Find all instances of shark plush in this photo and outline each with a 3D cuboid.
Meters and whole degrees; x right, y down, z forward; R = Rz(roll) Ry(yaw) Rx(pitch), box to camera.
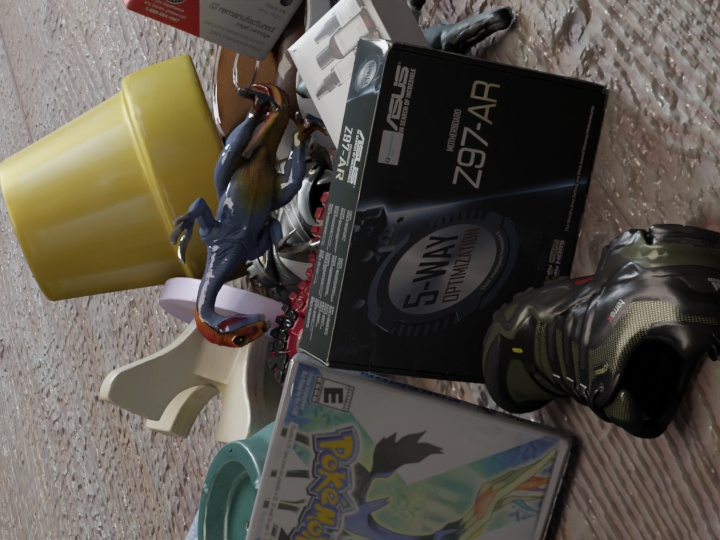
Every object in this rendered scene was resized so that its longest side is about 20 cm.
[{"bbox_3d":[0.026,-0.170,1.182,0.200,0.091,0.083,-16,61,61],"label":"shark plush"}]

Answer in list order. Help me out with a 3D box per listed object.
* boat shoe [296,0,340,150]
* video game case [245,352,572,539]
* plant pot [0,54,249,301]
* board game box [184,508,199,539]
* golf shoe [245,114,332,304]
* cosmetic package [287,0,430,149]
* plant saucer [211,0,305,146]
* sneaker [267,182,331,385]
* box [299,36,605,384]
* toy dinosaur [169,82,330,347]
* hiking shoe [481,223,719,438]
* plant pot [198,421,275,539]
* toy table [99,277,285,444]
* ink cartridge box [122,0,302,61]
[{"bbox_3d":[-0.015,-0.196,1.301,0.057,0.069,0.200,10,-101,-82],"label":"boat shoe"},{"bbox_3d":[0.020,0.171,1.021,0.022,0.182,0.200,-48,-27,-76],"label":"video game case"},{"bbox_3d":[-0.202,-0.063,1.396,0.201,0.189,0.201,159,90,-87],"label":"plant pot"},{"bbox_3d":[-0.104,0.287,1.357,0.199,0.043,0.200,-64,32,29],"label":"board game box"},{"bbox_3d":[-0.042,-0.063,1.316,0.094,0.078,0.200,-31,46,25],"label":"golf shoe"},{"bbox_3d":[0.027,-0.094,1.111,0.083,0.051,0.200,-40,66,33],"label":"cosmetic package"},{"bbox_3d":[-0.093,-0.187,1.474,0.200,0.032,0.200,-25,61,57],"label":"plant saucer"},{"bbox_3d":[0.000,0.000,1.207,0.081,0.075,0.200,33,99,47],"label":"sneaker"},{"bbox_3d":[0.058,-0.033,1.001,0.044,0.160,0.200,23,103,62],"label":"box"},{"bbox_3d":[-0.078,-0.037,1.227,0.200,0.105,0.182,-74,7,-77],"label":"toy dinosaur"},{"bbox_3d":[0.135,0.053,0.920,0.200,0.076,0.101,-43,43,50],"label":"hiking shoe"},{"bbox_3d":[-0.034,0.183,1.139,0.200,0.134,0.200,-25,62,59],"label":"plant pot"},{"bbox_3d":[-0.110,0.084,1.305,0.117,0.184,0.200,-69,17,-12],"label":"toy table"},{"bbox_3d":[-0.099,-0.296,1.352,0.200,0.144,0.084,-54,39,24],"label":"ink cartridge box"}]
